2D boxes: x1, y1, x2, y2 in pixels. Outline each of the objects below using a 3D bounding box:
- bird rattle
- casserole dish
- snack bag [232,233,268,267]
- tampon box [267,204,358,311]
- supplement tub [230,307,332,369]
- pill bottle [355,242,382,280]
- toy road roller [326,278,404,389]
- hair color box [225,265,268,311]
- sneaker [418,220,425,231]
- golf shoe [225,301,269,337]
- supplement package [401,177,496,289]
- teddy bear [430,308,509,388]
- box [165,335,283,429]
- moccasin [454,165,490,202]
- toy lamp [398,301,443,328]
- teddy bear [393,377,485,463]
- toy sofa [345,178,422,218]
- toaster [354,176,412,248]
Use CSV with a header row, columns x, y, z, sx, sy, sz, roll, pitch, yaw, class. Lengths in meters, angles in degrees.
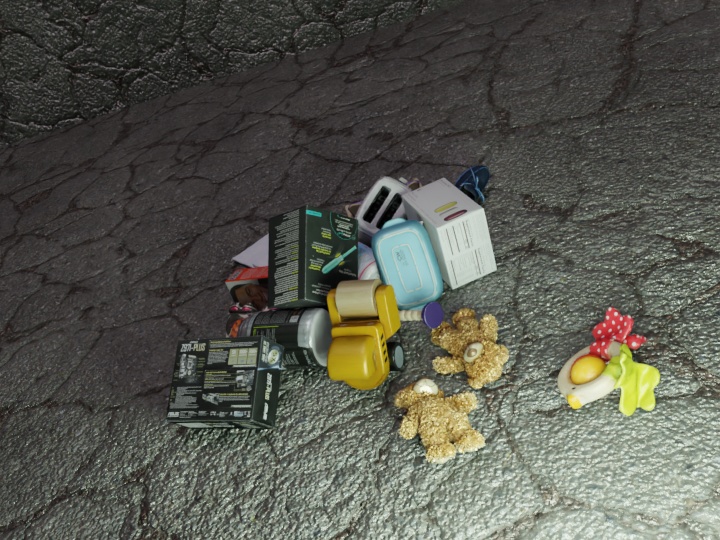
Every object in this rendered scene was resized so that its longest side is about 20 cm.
x,y,z,sx,sy,sz,roll,pitch,yaw,class
0.396,0.151,1.352,0.163,0.113,0.200,-32,25,15,bird rattle
0.096,-0.008,1.673,0.121,0.201,0.039,-18,8,7,casserole dish
-0.211,-0.061,2.111,0.188,0.021,0.200,-39,35,-26,snack bag
-0.100,-0.014,1.713,0.126,0.150,0.201,-14,69,44,tampon box
-0.158,0.141,1.669,0.199,0.123,0.123,-4,35,25,supplement tub
0.000,0.000,1.806,0.109,0.109,0.200,-32,33,-17,pill bottle
-0.003,0.125,1.531,0.122,0.201,0.146,-5,13,24,toy road roller
-0.196,0.044,1.851,0.199,0.102,0.061,-7,28,29,hair color box
0.082,-0.055,1.771,0.086,0.200,0.075,1,66,-6,sneaker
-0.208,0.118,1.803,0.199,0.077,0.088,-6,53,29,golf shoe
0.190,-0.084,1.772,0.111,0.156,0.200,-23,31,-9,supplement package
0.196,0.133,1.523,0.144,0.067,0.200,-18,31,10,teddy bear
-0.261,0.218,1.579,0.199,0.086,0.164,-6,68,25,box
0.256,-0.175,1.962,0.200,0.081,0.068,-51,26,-20,moccasin
0.079,0.092,1.641,0.058,0.058,0.200,-42,24,-31,toy lamp
0.129,0.245,1.373,0.144,0.067,0.200,-14,31,7,teddy bear
0.063,-0.166,2.036,0.199,0.098,0.083,-21,31,1,toy sofa
0.049,-0.121,1.891,0.113,0.129,0.200,31,75,9,toaster
